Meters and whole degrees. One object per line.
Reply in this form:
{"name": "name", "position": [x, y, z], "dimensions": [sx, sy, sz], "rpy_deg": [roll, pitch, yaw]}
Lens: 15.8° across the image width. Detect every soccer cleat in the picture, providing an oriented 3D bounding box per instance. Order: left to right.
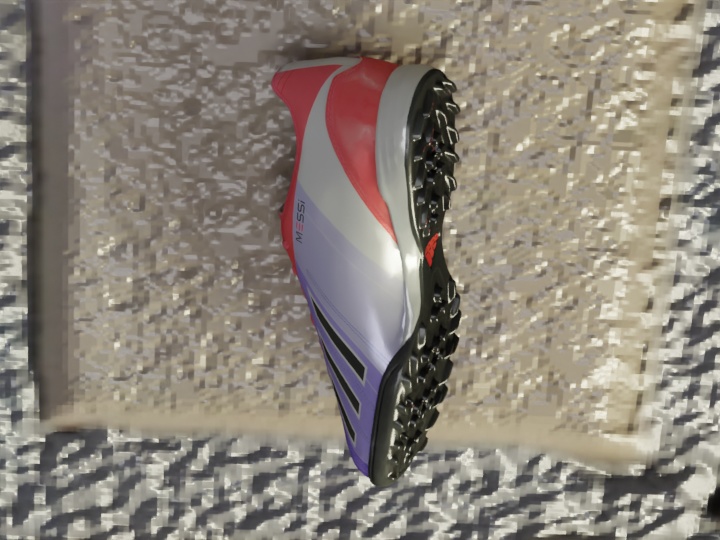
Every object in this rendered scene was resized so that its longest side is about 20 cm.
{"name": "soccer cleat", "position": [0.000, 0.000, 1.111], "dimensions": [0.073, 0.068, 0.200], "rpy_deg": [12, 123, 20]}
